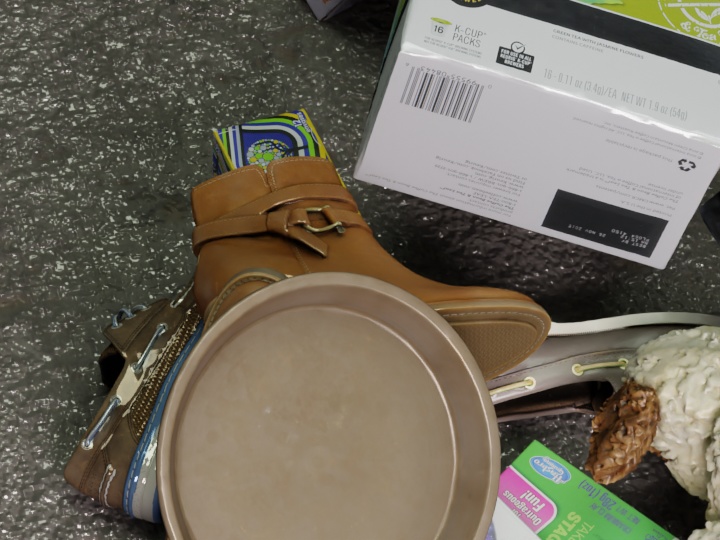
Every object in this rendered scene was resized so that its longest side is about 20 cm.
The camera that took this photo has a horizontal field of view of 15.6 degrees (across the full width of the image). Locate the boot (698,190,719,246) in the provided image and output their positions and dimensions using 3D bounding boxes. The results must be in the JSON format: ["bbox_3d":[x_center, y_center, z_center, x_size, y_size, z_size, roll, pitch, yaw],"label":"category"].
[{"bbox_3d":[0.295,0.030,1.553,0.066,0.200,0.165,-50,58,0],"label":"boot"}]

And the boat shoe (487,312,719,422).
[{"bbox_3d":[0.142,0.062,1.590,0.199,0.072,0.060,-1,68,-16],"label":"boat shoe"}]

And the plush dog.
[{"bbox_3d":[0.223,0.091,1.490,0.171,0.161,0.200,29,25,28],"label":"plush dog"}]

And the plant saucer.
[{"bbox_3d":[-0.019,0.101,1.395,0.199,0.029,0.201,1,88,-25],"label":"plant saucer"}]

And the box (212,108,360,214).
[{"bbox_3d":[-0.028,-0.002,1.617,0.064,0.070,0.200,-16,54,-17],"label":"box"}]

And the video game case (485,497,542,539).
[{"bbox_3d":[0.007,0.181,1.430,0.143,0.018,0.200,44,57,13],"label":"video game case"}]

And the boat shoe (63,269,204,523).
[{"bbox_3d":[-0.118,0.053,1.556,0.072,0.072,0.200,15,49,7],"label":"boat shoe"}]

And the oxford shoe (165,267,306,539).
[{"bbox_3d":[-0.067,0.097,1.435,0.071,0.201,0.071,13,21,7],"label":"oxford shoe"}]

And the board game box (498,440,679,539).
[{"bbox_3d":[0.097,0.206,1.477,0.153,0.040,0.200,34,54,19],"label":"board game box"}]

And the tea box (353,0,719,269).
[{"bbox_3d":[0.121,-0.137,1.565,0.199,0.134,0.197,16,54,-3],"label":"tea box"}]

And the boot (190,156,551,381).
[{"bbox_3d":[0.000,0.000,1.535,0.199,0.077,0.156,-9,47,-8],"label":"boot"}]

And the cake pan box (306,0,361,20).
[{"bbox_3d":[0.066,-0.254,1.766,0.184,0.200,0.052,-33,90,-28],"label":"cake pan box"}]
